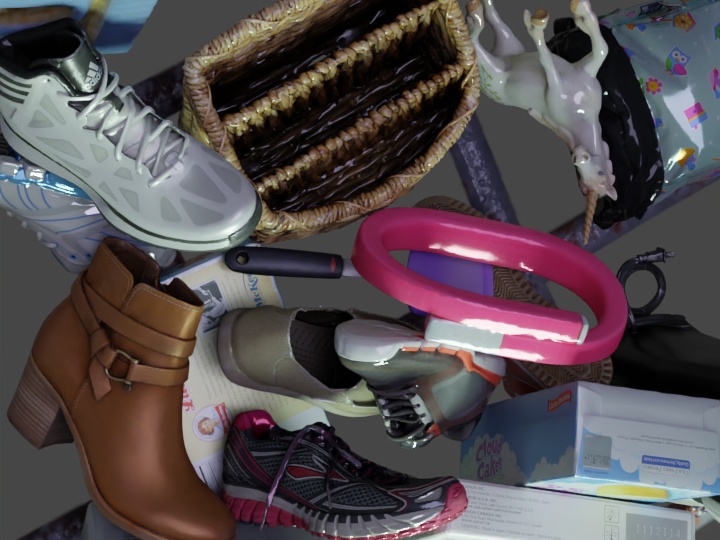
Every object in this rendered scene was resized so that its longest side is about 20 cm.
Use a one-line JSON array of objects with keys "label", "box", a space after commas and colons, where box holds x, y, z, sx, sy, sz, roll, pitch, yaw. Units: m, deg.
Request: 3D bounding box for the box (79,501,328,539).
[{"label": "box", "box": [-0.102, 0.289, 1.162, 0.198, 0.199, 0.173, 11, 109, -19]}]

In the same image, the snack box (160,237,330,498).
[{"label": "snack box", "box": [-0.095, 0.089, 1.247, 0.115, 0.037, 0.201, -23, 102, -16]}]

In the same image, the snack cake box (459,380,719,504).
[{"label": "snack cake box", "box": [0.160, 0.130, 1.227, 0.114, 0.200, 0.068, 8, 77, -18]}]

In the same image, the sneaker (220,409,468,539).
[{"label": "sneaker", "box": [-0.018, 0.141, 1.162, 0.080, 0.199, 0.075, 0, 93, -56]}]

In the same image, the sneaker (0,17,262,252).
[{"label": "sneaker", "box": [-0.156, -0.087, 1.077, 0.199, 0.116, 0.076, 27, 69, 14]}]

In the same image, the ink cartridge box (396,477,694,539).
[{"label": "ink cartridge box", "box": [0.119, 0.200, 1.268, 0.198, 0.176, 0.045, 10, 71, -19]}]

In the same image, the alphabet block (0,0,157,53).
[{"label": "alphabet block", "box": [-0.231, -0.254, 1.068, 0.194, 0.196, 0.202, -3, 83, -18]}]

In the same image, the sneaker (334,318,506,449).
[{"label": "sneaker", "box": [0.043, 0.086, 1.191, 0.200, 0.077, 0.083, 20, 85, -57]}]

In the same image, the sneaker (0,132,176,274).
[{"label": "sneaker", "box": [-0.213, -0.042, 1.183, 0.198, 0.075, 0.087, 10, 109, -12]}]

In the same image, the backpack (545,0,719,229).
[{"label": "backpack", "box": [0.253, -0.136, 1.291, 0.199, 0.126, 0.168, -21, 98, -18]}]

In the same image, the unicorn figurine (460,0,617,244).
[{"label": "unicorn figurine", "box": [0.131, -0.134, 1.223, 0.073, 0.200, 0.138, -24, 127, -13]}]

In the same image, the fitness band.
[{"label": "fitness band", "box": [0.091, 0.007, 1.179, 0.198, 0.144, 0.038, 12, 118, -12]}]

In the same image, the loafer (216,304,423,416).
[{"label": "loafer", "box": [-0.011, 0.065, 1.226, 0.199, 0.068, 0.076, 8, 80, -42]}]

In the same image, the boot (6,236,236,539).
[{"label": "boot", "box": [-0.138, 0.086, 1.168, 0.200, 0.077, 0.156, 38, 108, 19]}]

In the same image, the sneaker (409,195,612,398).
[{"label": "sneaker", "box": [0.109, 0.034, 1.300, 0.071, 0.113, 0.200, -41, 76, -7]}]

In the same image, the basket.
[{"label": "basket", "box": [-0.014, -0.113, 1.179, 0.199, 0.149, 0.143, -30, 84, -13]}]

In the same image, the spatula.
[{"label": "spatula", "box": [0.000, 0.000, 1.229, 0.198, 0.021, 0.057, 7, 74, -16]}]

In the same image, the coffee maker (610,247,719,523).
[{"label": "coffee maker", "box": [0.260, 0.096, 1.273, 0.134, 0.200, 0.193, -27, 103, -18]}]
